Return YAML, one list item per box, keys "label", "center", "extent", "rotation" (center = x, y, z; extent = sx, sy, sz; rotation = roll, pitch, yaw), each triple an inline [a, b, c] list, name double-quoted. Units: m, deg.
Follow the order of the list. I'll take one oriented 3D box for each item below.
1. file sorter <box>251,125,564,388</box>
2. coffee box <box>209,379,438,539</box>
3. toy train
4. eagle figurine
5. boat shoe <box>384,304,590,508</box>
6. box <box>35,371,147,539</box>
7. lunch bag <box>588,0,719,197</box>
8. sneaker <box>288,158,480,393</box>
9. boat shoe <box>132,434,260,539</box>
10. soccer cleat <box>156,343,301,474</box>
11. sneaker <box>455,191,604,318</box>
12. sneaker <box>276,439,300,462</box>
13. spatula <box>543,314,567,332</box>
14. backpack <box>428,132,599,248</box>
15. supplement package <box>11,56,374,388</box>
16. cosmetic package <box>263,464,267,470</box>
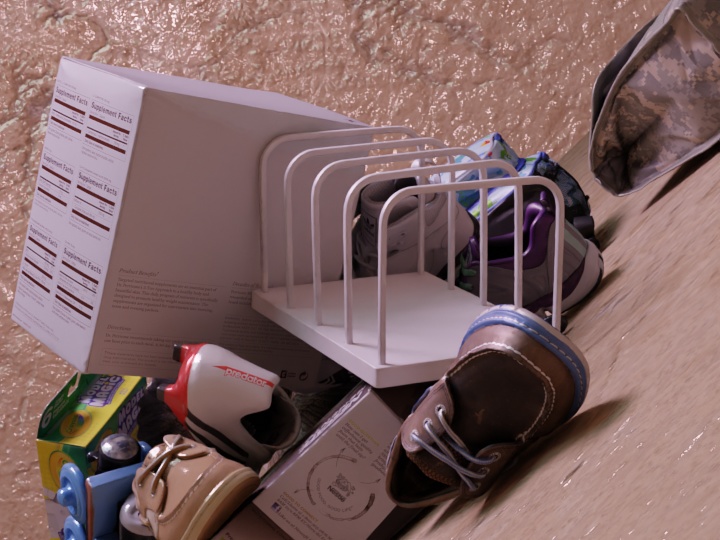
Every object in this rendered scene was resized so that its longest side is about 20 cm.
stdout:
- label: "file sorter"
  center: [0.029, -0.016, 1.103]
  extent: [0.139, 0.125, 0.200]
  rotation: [-7, 16, -25]
- label: "coffee box"
  center: [-0.021, 0.150, 1.091]
  extent: [0.200, 0.080, 0.113]
  rotation: [-44, 0, 20]
- label: "toy train"
  center: [-0.168, 0.217, 1.239]
  extent: [0.087, 0.114, 0.200]
  rotation: [-15, -49, -29]
- label: "eagle figurine"
  center: [-0.059, 0.102, 1.352]
  extent: [0.152, 0.151, 0.200]
  rotation: [-23, 5, 45]
- label: "boat shoe"
  center: [0.063, 0.086, 0.905]
  extent: [0.072, 0.072, 0.200]
  rotation: [-50, -7, -27]
- label: "box"
  center: [-0.207, 0.167, 1.343]
  extent: [0.117, 0.048, 0.200]
  rotation: [-57, -32, -56]
- label: "lunch bag"
  center: [0.278, -0.165, 1.412]
  extent: [0.164, 0.118, 0.200]
  rotation: [-45, -5, -41]
- label: "sneaker"
  center: [0.000, 0.000, 1.272]
  extent: [0.200, 0.075, 0.115]
  rotation: [-39, -41, -6]
- label: "boat shoe"
  center: [-0.116, 0.142, 1.071]
  extent: [0.071, 0.065, 0.200]
  rotation: [-46, 1, -18]
- label: "soccer cleat"
  center: [-0.079, 0.111, 1.155]
  extent: [0.200, 0.085, 0.069]
  rotation: [77, -151, -60]
- label: "sneaker"
  center: [0.081, 0.020, 1.265]
  extent: [0.200, 0.088, 0.074]
  rotation: [-36, 25, 11]
- label: "sneaker"
  center: [-0.047, 0.178, 1.218]
  extent: [0.200, 0.078, 0.086]
  rotation: [-44, -3, 6]
- label: "spatula"
  center: [0.067, 0.090, 1.214]
  extent: [0.200, 0.057, 0.021]
  rotation: [-38, 36, 13]
- label: "backpack"
  center: [0.120, -0.036, 1.536]
  extent: [0.183, 0.147, 0.200]
  rotation: [-42, -2, 15]
- label: "supplement package"
  center: [-0.125, -0.034, 1.216]
  extent: [0.147, 0.191, 0.200]
  rotation: [25, 105, 54]
- label: "cosmetic package"
  center: [-0.038, 0.124, 1.543]
  extent: [0.108, 0.085, 0.200]
  rotation: [-41, -16, -24]
